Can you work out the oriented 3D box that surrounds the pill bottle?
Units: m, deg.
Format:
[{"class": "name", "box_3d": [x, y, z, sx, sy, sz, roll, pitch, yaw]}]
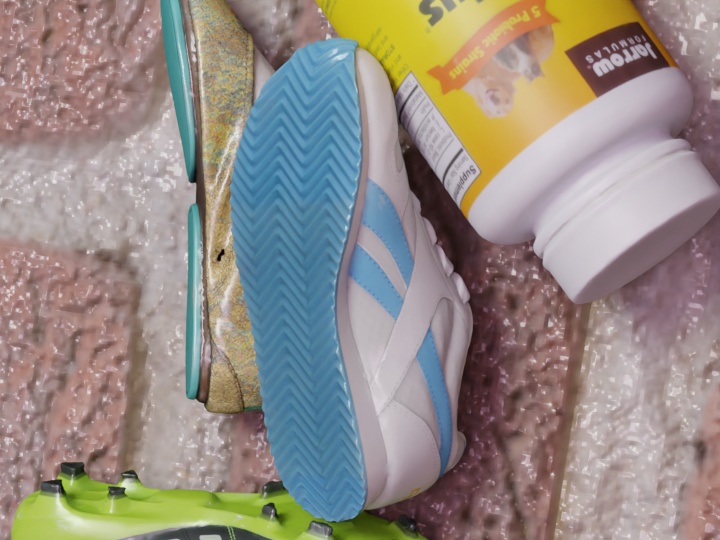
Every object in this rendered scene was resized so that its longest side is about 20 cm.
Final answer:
[{"class": "pill bottle", "box_3d": [0.064, -0.088, 1.220, 0.109, 0.109, 0.200, -37, 77, 9]}]

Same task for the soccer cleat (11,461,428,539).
[{"class": "soccer cleat", "box_3d": [-0.056, 0.135, 1.262, 0.200, 0.068, 0.081, 6, 104, 16]}]

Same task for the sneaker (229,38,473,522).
[{"class": "sneaker", "box_3d": [0.000, 0.000, 1.225, 0.076, 0.081, 0.200, 9, 107, 44]}]

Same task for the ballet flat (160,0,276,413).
[{"class": "ballet flat", "box_3d": [-0.050, -0.038, 1.275, 0.071, 0.071, 0.200, -6, 83, 14]}]
